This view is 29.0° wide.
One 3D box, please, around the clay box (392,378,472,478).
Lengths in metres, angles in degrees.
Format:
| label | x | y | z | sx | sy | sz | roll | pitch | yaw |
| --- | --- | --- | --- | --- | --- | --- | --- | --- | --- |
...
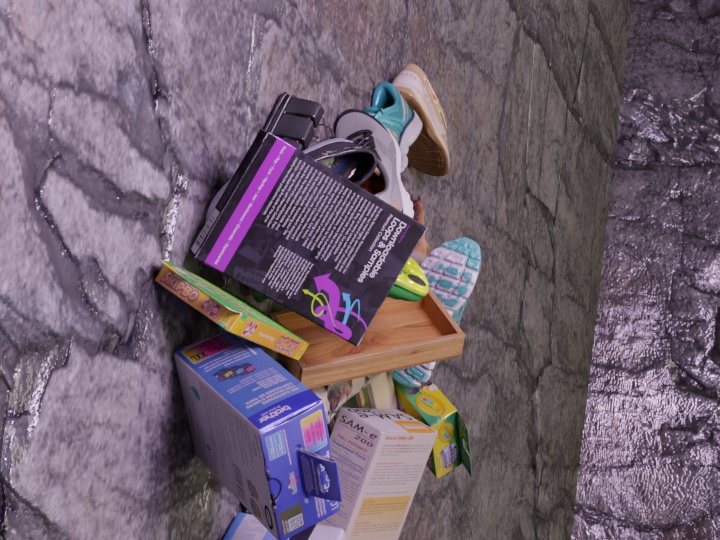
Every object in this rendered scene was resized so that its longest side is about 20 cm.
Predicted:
| label | x | y | z | sx | sy | sz | roll | pitch | yaw |
| --- | --- | --- | --- | --- | --- | --- | --- | --- | --- |
| clay box | 0.074 | 0.183 | 1.827 | 0.048 | 0.200 | 0.115 | -27 | 138 | -16 |

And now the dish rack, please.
| label | x | y | z | sx | sy | sz | roll | pitch | yaw |
| --- | --- | --- | --- | --- | --- | --- | --- | --- | --- |
| dish rack | -0.067 | -0.080 | 1.563 | 0.200 | 0.054 | 0.154 | 77 | 28 | -46 |

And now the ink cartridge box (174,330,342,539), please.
| label | x | y | z | sx | sy | sz | roll | pitch | yaw |
| --- | --- | --- | --- | --- | --- | --- | --- | --- | --- |
| ink cartridge box | -0.091 | 0.161 | 1.330 | 0.076 | 0.200 | 0.137 | -24 | 125 | -24 |

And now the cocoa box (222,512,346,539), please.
| label | x | y | z | sx | sy | sz | roll | pitch | yaw |
| --- | --- | --- | --- | --- | --- | --- | --- | --- | --- |
| cocoa box | -0.085 | 0.384 | 1.506 | 0.133 | 0.131 | 0.200 | -59 | 148 | -50 |

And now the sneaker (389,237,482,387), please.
| label | x | y | z | sx | sy | sz | roll | pitch | yaw |
| --- | --- | --- | --- | --- | --- | --- | --- | --- | --- |
| sneaker | 0.098 | 0.049 | 1.761 | 0.200 | 0.077 | 0.091 | -63 | 164 | 9 |

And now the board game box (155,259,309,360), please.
| label | x | y | z | sx | sy | sz | roll | pitch | yaw |
| --- | --- | --- | --- | --- | --- | --- | --- | --- | --- |
| board game box | -0.125 | 0.040 | 1.361 | 0.030 | 0.095 | 0.200 | -56 | 158 | -3 |

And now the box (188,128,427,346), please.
| label | x | y | z | sx | sy | sz | roll | pitch | yaw |
| --- | --- | --- | --- | --- | --- | --- | --- | --- | --- |
| box | -0.050 | -0.031 | 1.387 | 0.143 | 0.200 | 0.036 | -59 | -158 | 3 |

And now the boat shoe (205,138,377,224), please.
| label | x | y | z | sx | sy | sz | roll | pitch | yaw |
| --- | --- | --- | --- | --- | --- | --- | --- | --- | --- |
| boat shoe | -0.065 | -0.080 | 1.426 | 0.200 | 0.066 | 0.070 | -26 | 112 | -32 |

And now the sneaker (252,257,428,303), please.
| label | x | y | z | sx | sy | sz | roll | pitch | yaw |
| --- | --- | --- | --- | --- | --- | --- | --- | --- | --- |
| sneaker | -0.025 | 0.011 | 1.492 | 0.074 | 0.199 | 0.084 | -69 | 163 | -62 |

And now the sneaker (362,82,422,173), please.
| label | x | y | z | sx | sy | sz | roll | pitch | yaw |
| --- | --- | --- | --- | --- | --- | --- | --- | --- | --- |
| sneaker | 0.018 | -0.167 | 1.778 | 0.080 | 0.077 | 0.200 | 60 | 30 | -29 |

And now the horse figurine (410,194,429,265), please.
| label | x | y | z | sx | sy | sz | roll | pitch | yaw |
| --- | --- | --- | --- | --- | --- | --- | --- | --- | --- |
| horse figurine | 0.059 | 0.011 | 1.813 | 0.200 | 0.050 | 0.133 | -69 | 172 | -50 |

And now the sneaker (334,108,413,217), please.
| label | x | y | z | sx | sy | sz | roll | pitch | yaw |
| --- | --- | --- | --- | --- | --- | --- | --- | --- | --- |
| sneaker | 0.011 | -0.127 | 1.647 | 0.079 | 0.074 | 0.200 | 55 | 12 | -48 |

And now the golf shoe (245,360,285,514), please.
| label | x | y | z | sx | sy | sz | roll | pitch | yaw |
| --- | --- | --- | --- | --- | --- | --- | --- | --- | --- |
| golf shoe | -0.090 | 0.196 | 1.534 | 0.092 | 0.072 | 0.201 | -52 | 142 | -59 |

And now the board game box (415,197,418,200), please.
| label | x | y | z | sx | sy | sz | roll | pitch | yaw |
| --- | --- | --- | --- | --- | --- | --- | --- | --- | --- |
| board game box | 0.033 | -0.010 | 1.885 | 0.200 | 0.039 | 0.158 | -39 | 138 | -60 |

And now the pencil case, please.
| label | x | y | z | sx | sy | sz | roll | pitch | yaw |
| --- | --- | --- | --- | --- | --- | --- | --- | --- | --- |
| pencil case | 0.000 | 0.101 | 1.648 | 0.200 | 0.078 | 0.090 | -39 | 105 | -25 |

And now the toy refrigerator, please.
| label | x | y | z | sx | sy | sz | roll | pitch | yaw |
| --- | --- | --- | --- | --- | --- | --- | --- | --- | --- |
| toy refrigerator | 0.000 | 0.176 | 1.779 | 0.070 | 0.076 | 0.200 | -65 | 153 | -44 |

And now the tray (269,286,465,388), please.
| label | x | y | z | sx | sy | sz | roll | pitch | yaw |
| --- | --- | --- | --- | --- | --- | --- | --- | --- | --- |
| tray | 0.006 | 0.074 | 1.565 | 0.099 | 0.199 | 0.037 | -125 | -147 | -44 |

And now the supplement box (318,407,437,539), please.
| label | x | y | z | sx | sy | sz | roll | pitch | yaw |
| --- | --- | --- | --- | --- | --- | --- | --- | --- | --- |
| supplement box | 0.003 | 0.273 | 1.701 | 0.126 | 0.073 | 0.201 | 11 | 102 | -54 |

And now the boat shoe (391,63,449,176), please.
| label | x | y | z | sx | sy | sz | roll | pitch | yaw |
| --- | --- | --- | --- | --- | --- | --- | --- | --- | --- |
| boat shoe | 0.090 | -0.208 | 1.936 | 0.200 | 0.074 | 0.069 | 66 | 39 | -54 |
